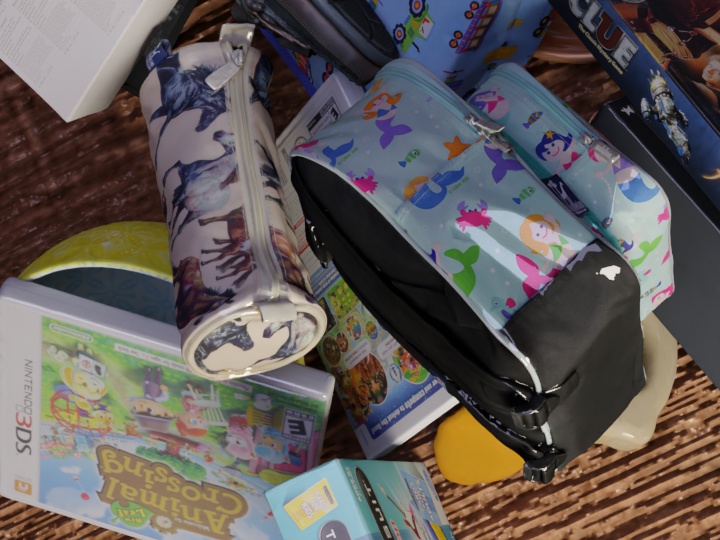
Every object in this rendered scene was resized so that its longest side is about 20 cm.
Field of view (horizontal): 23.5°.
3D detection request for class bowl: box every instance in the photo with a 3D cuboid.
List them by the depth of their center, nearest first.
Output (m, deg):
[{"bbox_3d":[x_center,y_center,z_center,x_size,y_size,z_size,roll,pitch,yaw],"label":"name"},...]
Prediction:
[{"bbox_3d":[-0.118,0.038,1.065,0.199,0.201,0.108,4,41,16],"label":"bowl"}]

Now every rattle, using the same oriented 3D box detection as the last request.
[{"bbox_3d":[0.119,0.019,1.055,0.129,0.143,0.201,7,64,-11],"label":"rattle"}]

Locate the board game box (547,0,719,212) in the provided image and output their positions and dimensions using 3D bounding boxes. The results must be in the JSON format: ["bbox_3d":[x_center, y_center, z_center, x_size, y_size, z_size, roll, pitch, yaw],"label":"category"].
[{"bbox_3d":[0.212,-0.100,0.951,0.200,0.135,0.035,54,139,17],"label":"board game box"}]

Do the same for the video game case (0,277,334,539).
[{"bbox_3d":[-0.122,0.101,1.033,0.199,0.183,0.022,16,44,5],"label":"video game case"}]

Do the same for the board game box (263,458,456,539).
[{"bbox_3d":[0.023,0.184,0.971,0.047,0.200,0.152,-25,78,10],"label":"board game box"}]

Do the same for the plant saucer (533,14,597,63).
[{"bbox_3d":[0.141,-0.225,1.074,0.199,0.037,0.202,-2,83,16],"label":"plant saucer"}]

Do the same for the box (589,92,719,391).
[{"bbox_3d":[0.222,-0.017,0.967,0.200,0.141,0.079,51,136,15],"label":"box"}]

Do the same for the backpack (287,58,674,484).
[{"bbox_3d":[0.061,-0.016,0.893,0.200,0.178,0.151,37,76,25],"label":"backpack"}]

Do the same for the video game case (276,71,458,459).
[{"bbox_3d":[0.000,0.000,1.048,0.143,0.018,0.201,-42,68,52],"label":"video game case"}]

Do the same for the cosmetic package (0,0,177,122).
[{"bbox_3d":[-0.131,-0.186,0.958,0.082,0.051,0.200,42,117,7],"label":"cosmetic package"}]

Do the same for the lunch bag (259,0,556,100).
[{"bbox_3d":[0.009,-0.175,1.057,0.200,0.094,0.151,47,129,23],"label":"lunch bag"}]

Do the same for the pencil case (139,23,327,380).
[{"bbox_3d":[-0.071,-0.036,0.944,0.077,0.090,0.201,-2,55,-16],"label":"pencil case"}]

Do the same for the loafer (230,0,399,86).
[{"bbox_3d":[-0.063,-0.174,0.994,0.200,0.072,0.063,47,110,5],"label":"loafer"}]

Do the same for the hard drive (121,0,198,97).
[{"bbox_3d":[-0.114,-0.210,1.088,0.033,0.140,0.201,29,91,5],"label":"hard drive"}]
